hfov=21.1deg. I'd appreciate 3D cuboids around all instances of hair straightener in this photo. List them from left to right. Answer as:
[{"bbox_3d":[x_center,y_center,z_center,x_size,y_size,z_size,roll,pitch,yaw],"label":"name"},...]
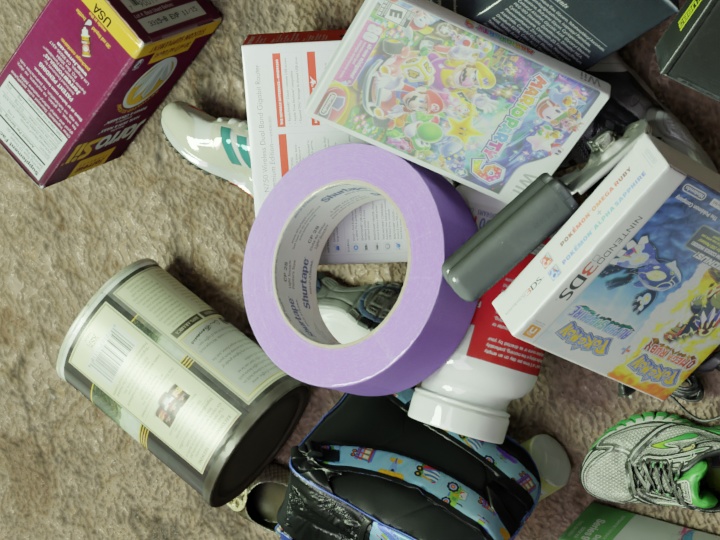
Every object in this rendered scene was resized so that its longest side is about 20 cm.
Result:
[{"bbox_3d":[0.246,0.075,1.647,0.199,0.041,0.078,22,118,18],"label":"hair straightener"}]

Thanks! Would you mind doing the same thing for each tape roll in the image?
[{"bbox_3d":[0.000,0.000,1.597,0.199,0.065,0.202,-7,77,33],"label":"tape roll"}]

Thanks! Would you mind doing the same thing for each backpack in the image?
[{"bbox_3d":[0.048,0.197,1.683,0.199,0.183,0.135,25,129,15],"label":"backpack"}]

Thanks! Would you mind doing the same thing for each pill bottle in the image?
[{"bbox_3d":[0.106,0.037,1.626,0.111,0.112,0.202,15,88,26],"label":"pill bottle"}]

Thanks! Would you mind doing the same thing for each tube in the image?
[{"bbox_3d":[0.107,0.211,1.773,0.200,0.052,0.058,-37,45,39],"label":"tube"}]

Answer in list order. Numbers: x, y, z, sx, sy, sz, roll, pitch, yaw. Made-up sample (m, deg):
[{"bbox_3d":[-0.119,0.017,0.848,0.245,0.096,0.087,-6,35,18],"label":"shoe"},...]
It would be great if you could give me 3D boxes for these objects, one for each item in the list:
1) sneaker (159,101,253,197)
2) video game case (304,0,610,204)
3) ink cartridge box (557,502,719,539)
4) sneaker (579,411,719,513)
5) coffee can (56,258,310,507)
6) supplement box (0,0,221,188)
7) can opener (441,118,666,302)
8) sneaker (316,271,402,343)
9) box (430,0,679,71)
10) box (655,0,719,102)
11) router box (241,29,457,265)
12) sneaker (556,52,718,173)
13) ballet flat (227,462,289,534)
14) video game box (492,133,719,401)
[{"bbox_3d":[-0.087,-0.115,1.765,0.199,0.070,0.094,36,113,13],"label":"sneaker"},{"bbox_3d":[0.073,-0.133,1.500,0.198,0.018,0.144,23,135,-12],"label":"video game case"},{"bbox_3d":[0.271,0.303,1.679,0.198,0.087,0.147,12,112,26],"label":"ink cartridge box"},{"bbox_3d":[0.270,0.164,1.630,0.199,0.085,0.079,-11,101,34],"label":"sneaker"},{"bbox_3d":[-0.168,0.105,1.839,0.199,0.146,0.147,38,123,15],"label":"coffee can"},{"bbox_3d":[-0.243,-0.189,1.789,0.103,0.131,0.200,48,125,8],"label":"supplement box"},{"bbox_3d":[0.156,-0.040,1.498,0.200,0.053,0.067,-42,105,2],"label":"can opener"},{"bbox_3d":[-0.004,0.057,1.779,0.199,0.074,0.088,14,126,34],"label":"sneaker"},{"bbox_3d":[0.136,-0.233,1.514,0.107,0.150,0.199,31,134,-33],"label":"box"},{"bbox_3d":[0.349,-0.188,1.420,0.199,0.048,0.194,23,121,-16],"label":"box"},{"bbox_3d":[-0.006,-0.108,1.681,0.177,0.049,0.202,-1,108,6],"label":"router box"},{"bbox_3d":[0.200,-0.099,1.568,0.114,0.075,0.200,-43,76,13],"label":"sneaker"},{"bbox_3d":[-0.059,0.240,1.881,0.199,0.046,0.068,23,117,23],"label":"ballet flat"},{"bbox_3d":[0.230,0.003,1.515,0.182,0.199,0.047,-48,44,22],"label":"video game box"}]
